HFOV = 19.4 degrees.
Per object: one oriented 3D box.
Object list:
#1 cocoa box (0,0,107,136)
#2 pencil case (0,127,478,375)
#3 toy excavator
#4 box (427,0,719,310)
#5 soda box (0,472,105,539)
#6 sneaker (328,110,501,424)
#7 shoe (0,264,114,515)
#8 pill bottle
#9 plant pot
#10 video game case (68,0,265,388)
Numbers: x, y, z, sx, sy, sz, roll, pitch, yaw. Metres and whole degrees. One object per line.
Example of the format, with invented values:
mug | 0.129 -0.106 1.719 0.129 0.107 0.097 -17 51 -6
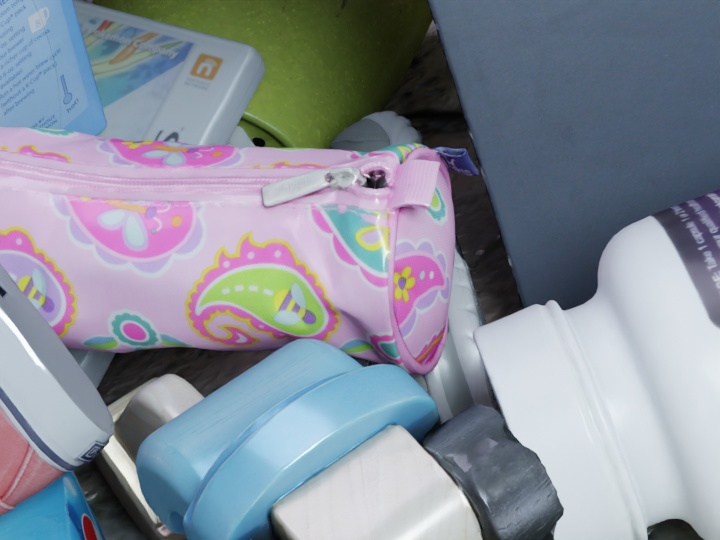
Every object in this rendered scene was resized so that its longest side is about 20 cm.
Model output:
cocoa box | -0.219 -0.070 0.811 0.131 0.133 0.200 33 61 29
pencil case | -0.063 -0.011 0.752 0.200 0.088 0.087 3 35 17
toy excavator | -0.032 0.072 0.695 0.100 0.195 0.200 -32 58 -17
box | 0.087 -0.099 0.819 0.104 0.200 0.182 -16 28 7
soda box | -0.182 0.140 0.737 0.200 0.064 0.068 -22 28 0
sneaker | 0.000 0.000 0.837 0.082 0.075 0.200 -19 29 2
shoe | -0.175 0.002 0.697 0.091 0.200 0.071 -36 4 3
pill bottle | 0.142 0.022 0.666 0.200 0.112 0.111 -20 29 2
plant pot | -0.051 -0.118 0.993 0.187 0.187 0.200 -9 46 22
video game case | -0.165 -0.039 0.890 0.200 0.022 0.182 17 68 25
